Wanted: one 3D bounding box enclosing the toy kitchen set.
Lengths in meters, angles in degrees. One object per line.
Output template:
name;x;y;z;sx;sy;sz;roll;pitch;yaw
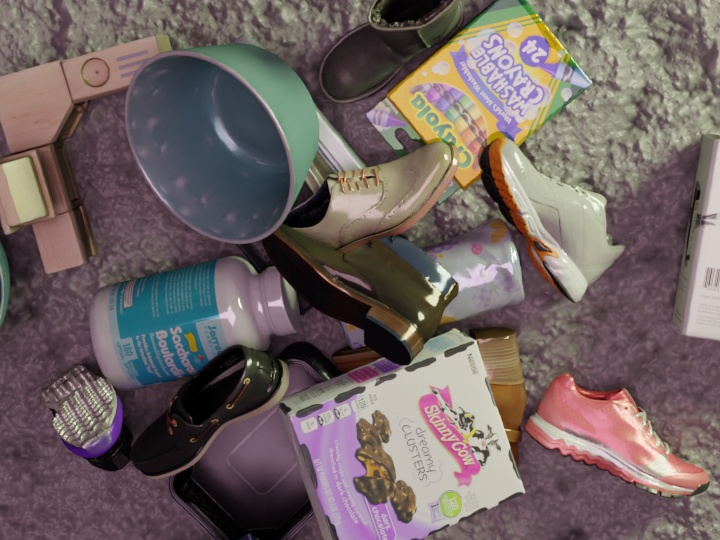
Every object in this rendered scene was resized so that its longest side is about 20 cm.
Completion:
toy kitchen set;-0.262;-0.112;1.597;0.179;0.163;0.201;-14;98;5

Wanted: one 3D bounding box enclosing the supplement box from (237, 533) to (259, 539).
supplement box;-0.095;0.366;1.633;0.109;0.200;0.109;-31;54;7

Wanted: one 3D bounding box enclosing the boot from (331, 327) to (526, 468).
boot;0.072;0.142;1.671;0.198;0.077;0.156;-4;103;-4

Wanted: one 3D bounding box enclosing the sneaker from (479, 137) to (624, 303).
sneaker;0.193;-0.066;1.613;0.092;0.076;0.200;-38;122;-5

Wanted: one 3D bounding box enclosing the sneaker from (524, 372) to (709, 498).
sneaker;0.273;0.168;1.656;0.199;0.074;0.087;22;96;-2

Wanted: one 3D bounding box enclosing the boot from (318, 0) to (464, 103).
boot;0.027;-0.224;1.544;0.181;0.200;0.073;-37;95;8

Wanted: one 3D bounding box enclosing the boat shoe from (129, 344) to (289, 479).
boat shoe;-0.162;0.138;1.601;0.201;0.074;0.063;-36;136;26

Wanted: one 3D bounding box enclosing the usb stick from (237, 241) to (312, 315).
usb stick;-0.105;-0.041;1.666;0.055;0.033;0.200;-38;95;15

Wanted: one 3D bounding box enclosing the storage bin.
storage bin;-0.087;0.188;1.669;0.135;0.094;0.200;45;98;-4

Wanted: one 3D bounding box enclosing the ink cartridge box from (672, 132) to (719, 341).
ink cartridge box;0.401;-0.029;1.613;0.146;0.083;0.201;9;100;1

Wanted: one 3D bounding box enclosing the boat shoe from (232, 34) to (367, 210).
boat shoe;-0.070;-0.147;1.628;0.062;0.072;0.200;-39;97;7

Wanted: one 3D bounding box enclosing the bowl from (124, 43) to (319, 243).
bowl;-0.119;-0.138;1.559;0.200;0.105;0.202;20;130;25

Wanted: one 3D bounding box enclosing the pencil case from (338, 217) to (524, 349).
pencil case;0.068;0.013;1.633;0.199;0.083;0.091;-16;91;2

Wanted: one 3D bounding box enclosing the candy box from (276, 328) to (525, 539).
candy box;0.040;0.173;1.583;0.199;0.072;0.169;-22;102;-11

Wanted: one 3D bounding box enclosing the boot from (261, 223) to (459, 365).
boot;0.000;0.000;1.576;0.200;0.075;0.097;39;63;13

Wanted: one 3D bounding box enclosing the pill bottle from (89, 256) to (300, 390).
pill bottle;-0.165;0.050;1.635;0.199;0.111;0.112;-13;98;11

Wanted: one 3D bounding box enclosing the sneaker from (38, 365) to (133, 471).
sneaker;-0.261;0.163;1.630;0.069;0.200;0.100;-35;109;-9

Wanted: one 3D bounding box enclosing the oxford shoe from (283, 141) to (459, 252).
oxford shoe;0.006;-0.071;1.594;0.200;0.071;0.074;-35;127;16

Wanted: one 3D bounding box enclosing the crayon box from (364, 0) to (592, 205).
crayon box;0.116;-0.172;1.623;0.200;0.052;0.126;-40;95;8

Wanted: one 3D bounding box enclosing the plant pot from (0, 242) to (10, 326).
plant pot;-0.440;0.007;1.639;0.199;0.135;0.202;1;99;4
